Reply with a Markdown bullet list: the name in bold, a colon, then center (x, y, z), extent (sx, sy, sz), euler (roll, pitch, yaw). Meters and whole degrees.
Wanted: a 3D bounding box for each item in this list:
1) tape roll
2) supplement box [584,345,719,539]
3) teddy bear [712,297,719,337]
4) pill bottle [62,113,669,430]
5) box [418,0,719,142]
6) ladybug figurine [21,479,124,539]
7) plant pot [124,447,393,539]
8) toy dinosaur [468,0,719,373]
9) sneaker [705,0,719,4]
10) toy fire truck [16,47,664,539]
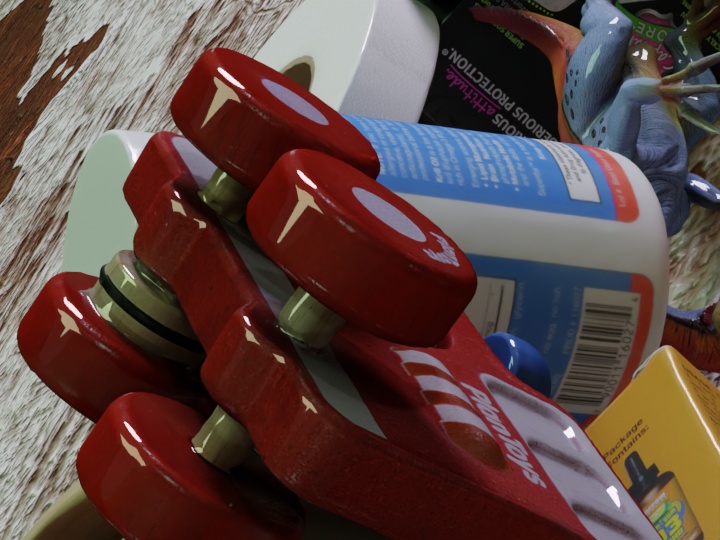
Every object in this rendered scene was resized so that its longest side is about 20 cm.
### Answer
- **tape roll**: center (-0.038, -0.038, 1.135), extent (0.203, 0.037, 0.203), euler (-50, 19, 25)
- **supplement box**: center (0.116, 0.107, 0.777), extent (0.067, 0.069, 0.200), euler (-46, 30, 15)
- **teddy bear**: center (0.177, -0.001, 0.825), extent (0.200, 0.067, 0.145), euler (-6, 92, 59)
- **pill bottle**: center (0.000, 0.000, 0.940), extent (0.112, 0.200, 0.112), euler (-173, 90, -67)
- **box**: center (0.104, -0.134, 1.215), extent (0.200, 0.124, 0.149), euler (-49, 18, 2)
- **ladybug figurine**: center (-0.075, 0.127, 0.961), extent (0.200, 0.072, 0.136), euler (-34, 37, 41)
- **plant pot**: center (-0.015, 0.182, 0.831), extent (0.175, 0.200, 0.200), euler (-58, 10, 38)
- **toy dinosaur**: center (0.116, -0.037, 1.034), extent (0.200, 0.105, 0.182), euler (-19, 46, 53)
- **sneaker**: center (0.180, -0.145, 1.077), extent (0.200, 0.080, 0.071), euler (20, 34, 31)
- **toy fire truck**: center (0.002, 0.031, 0.786), extent (0.112, 0.168, 0.200), euler (-55, 30, 12)
